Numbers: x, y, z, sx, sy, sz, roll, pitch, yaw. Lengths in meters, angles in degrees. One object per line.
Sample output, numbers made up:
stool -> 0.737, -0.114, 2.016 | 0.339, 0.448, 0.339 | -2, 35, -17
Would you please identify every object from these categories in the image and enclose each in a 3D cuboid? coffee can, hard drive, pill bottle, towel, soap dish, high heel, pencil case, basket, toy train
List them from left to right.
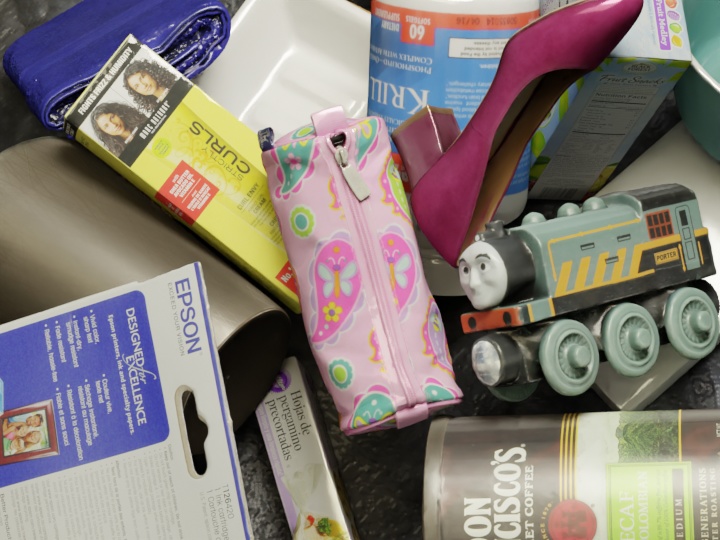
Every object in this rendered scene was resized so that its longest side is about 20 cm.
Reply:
towel -> -0.173, -0.153, 1.456 | 0.147, 0.050, 0.200 | -30, 24, -8
basket -> -0.156, 0.020, 1.354 | 0.199, 0.180, 0.137 | 34, 102, 22
soap dish -> -0.051, -0.098, 1.445 | 0.157, 0.081, 0.201 | 29, 77, 21
pencil case -> 0.000, 0.000, 1.282 | 0.087, 0.087, 0.202 | -15, 89, 5
pill bottle -> 0.058, -0.090, 1.359 | 0.111, 0.112, 0.202 | 5, 105, 14
high heel -> 0.106, -0.086, 1.237 | 0.200, 0.067, 0.097 | -36, 70, 38
toy train -> 0.144, 0.013, 1.287 | 0.199, 0.085, 0.115 | -13, 90, -35
coffee can -> 0.146, 0.159, 1.264 | 0.198, 0.147, 0.147 | -3, 67, 10
hard drive -> 0.209, -0.010, 1.386 | 0.200, 0.026, 0.132 | -40, 66, -6

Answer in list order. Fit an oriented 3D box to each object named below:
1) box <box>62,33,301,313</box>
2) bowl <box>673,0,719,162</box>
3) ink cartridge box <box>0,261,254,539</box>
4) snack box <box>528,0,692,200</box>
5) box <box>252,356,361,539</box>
box -> -0.095, -0.061, 1.339 | 0.200, 0.050, 0.075 | 40, 81, -5
bowl -> 0.287, -0.134, 1.360 | 0.199, 0.105, 0.202 | 4, 54, -5
ink cartridge box -> -0.155, 0.117, 1.247 | 0.199, 0.047, 0.199 | -16, 77, 21
snack box -> 0.147, -0.164, 1.364 | 0.067, 0.200, 0.170 | 0, 67, -12
box -> -0.029, 0.156, 1.358 | 0.038, 0.041, 0.201 | -20, 64, 5
